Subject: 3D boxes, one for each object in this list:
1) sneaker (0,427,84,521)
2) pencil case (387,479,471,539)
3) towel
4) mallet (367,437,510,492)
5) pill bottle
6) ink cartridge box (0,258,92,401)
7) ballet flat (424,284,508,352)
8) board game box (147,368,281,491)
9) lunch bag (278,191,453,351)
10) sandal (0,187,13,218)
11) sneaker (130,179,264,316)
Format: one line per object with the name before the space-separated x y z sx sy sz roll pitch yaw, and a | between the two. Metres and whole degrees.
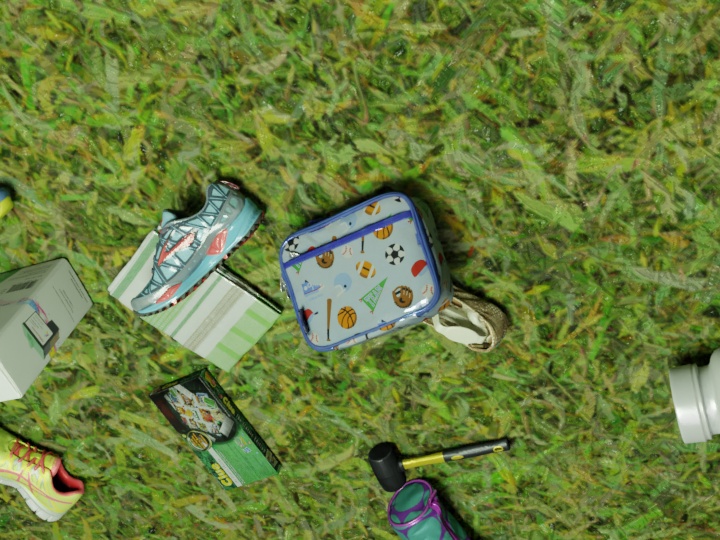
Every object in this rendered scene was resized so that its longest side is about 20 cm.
sneaker | -0.512 0.302 1.423 0.090 0.078 0.200 -31 118 20
pencil case | 0.123 0.396 1.318 0.092 0.085 0.200 -19 118 42
towel | -0.218 0.038 1.202 0.200 0.031 0.149 36 126 -14
mallet | 0.112 0.268 1.268 0.199 0.041 0.066 -8 120 14
pill bottle | 0.465 0.138 1.044 0.199 0.120 0.120 -13 119 21
ink cartridge box | -0.465 0.082 1.180 0.144 0.200 0.084 -12 119 21
ballet flat | 0.087 0.041 1.103 0.199 0.065 0.071 22 127 -1
board game box | -0.211 0.236 1.330 0.104 0.024 0.201 -22 115 23
lunch bag | 0.000 0.000 1.062 0.199 0.075 0.161 -21 81 23
sandal | -0.539 -0.081 1.168 0.199 0.080 0.087 -9 117 17
sneaker | -0.214 -0.030 1.108 0.200 0.079 0.096 -43 94 3
